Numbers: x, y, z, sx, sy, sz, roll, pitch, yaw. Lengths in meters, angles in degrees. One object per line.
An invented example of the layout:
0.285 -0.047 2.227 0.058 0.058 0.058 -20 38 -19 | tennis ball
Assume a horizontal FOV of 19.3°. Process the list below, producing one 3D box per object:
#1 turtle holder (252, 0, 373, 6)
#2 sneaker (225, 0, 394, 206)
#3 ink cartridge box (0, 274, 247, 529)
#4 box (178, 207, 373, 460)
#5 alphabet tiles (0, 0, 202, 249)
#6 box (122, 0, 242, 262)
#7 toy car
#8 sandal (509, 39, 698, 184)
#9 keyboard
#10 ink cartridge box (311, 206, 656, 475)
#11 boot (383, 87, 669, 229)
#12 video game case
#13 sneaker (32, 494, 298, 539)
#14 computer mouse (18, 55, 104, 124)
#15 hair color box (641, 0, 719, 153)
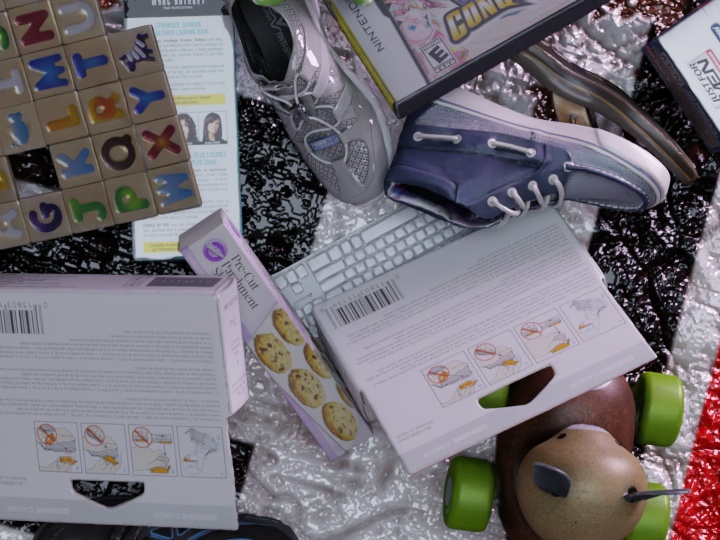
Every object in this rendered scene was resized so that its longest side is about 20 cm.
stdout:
-0.003 -0.264 1.472 0.184 0.132 0.142 11 56 -23 | turtle holder
-0.047 -0.130 1.526 0.074 0.082 0.201 -24 102 31 | sneaker
-0.178 0.092 1.507 0.199 0.044 0.175 1 108 17 | ink cartridge box
-0.060 0.048 1.531 0.041 0.039 0.200 -32 109 5 | box
-0.216 -0.124 1.501 0.166 0.008 0.201 -12 105 13 | alphabet tiles
-0.130 -0.108 1.550 0.082 0.049 0.201 -2 89 -5 | box
0.157 0.135 1.498 0.163 0.200 0.159 8 89 -5 | toy car
0.161 -0.119 1.566 0.199 0.082 0.055 32 104 -5 | sandal
0.000 0.000 1.580 0.199 0.011 0.057 -28 92 -5 | keyboard
0.089 0.054 1.517 0.199 0.044 0.174 -24 51 -8 | ink cartridge box
0.119 -0.061 1.535 0.199 0.073 0.091 17 61 8 | boot
0.069 -0.230 1.546 0.199 0.026 0.181 -29 67 -5 | video game case
-0.141 0.203 1.529 0.199 0.082 0.074 0 92 -4 | sneaker
-0.264 -0.121 1.527 0.199 0.034 0.059 -20 94 8 | computer mouse
0.322 -0.186 1.588 0.199 0.061 0.100 -34 92 -5 | hair color box
